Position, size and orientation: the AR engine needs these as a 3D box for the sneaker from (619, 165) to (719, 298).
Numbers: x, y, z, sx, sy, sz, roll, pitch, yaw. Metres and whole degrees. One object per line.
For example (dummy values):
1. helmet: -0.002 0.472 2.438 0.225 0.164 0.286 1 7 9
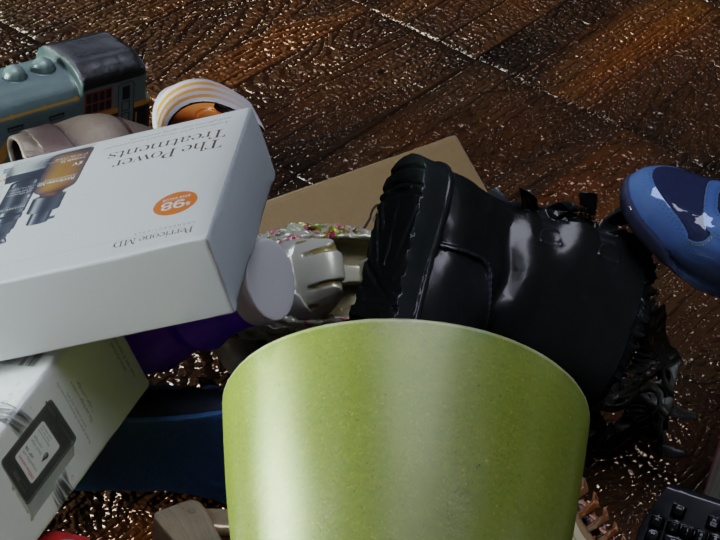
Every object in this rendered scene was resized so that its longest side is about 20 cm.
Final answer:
1. sneaker: 0.244 -0.019 1.104 0.199 0.082 0.074 24 40 -1

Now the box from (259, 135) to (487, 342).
1. box: 0.023 0.012 1.235 0.199 0.021 0.164 -21 78 -37

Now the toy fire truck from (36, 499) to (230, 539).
1. toy fire truck: -0.086 0.165 1.042 0.199 0.049 0.141 11 35 3

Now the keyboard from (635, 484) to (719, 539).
1. keyboard: 0.253 0.168 1.084 0.199 0.040 0.105 17 77 10

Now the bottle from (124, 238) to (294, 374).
1. bottle: -0.131 0.019 1.127 0.199 0.084 0.065 -11 5 32

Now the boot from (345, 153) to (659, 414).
1. boot: 0.074 0.040 1.097 0.162 0.199 0.073 20 -10 -24

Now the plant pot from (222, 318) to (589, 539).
1. plant pot: 0.017 0.157 0.930 0.186 0.187 0.201 7 58 -5

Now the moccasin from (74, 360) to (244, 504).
1. moccasin: -0.090 0.087 1.124 0.199 0.081 0.068 8 29 -3

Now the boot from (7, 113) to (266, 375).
1. boot: -0.146 -0.013 1.228 0.145 0.070 0.201 -1 52 -24

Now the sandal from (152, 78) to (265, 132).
1. sandal: -0.101 -0.089 1.378 0.079 0.059 0.207 1 36 -13

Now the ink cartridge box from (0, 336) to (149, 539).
1. ink cartridge box: -0.216 0.102 1.034 0.115 0.067 0.200 1 40 33

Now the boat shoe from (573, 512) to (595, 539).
1. boat shoe: 0.084 0.159 1.076 0.072 0.072 0.200 -13 41 -19

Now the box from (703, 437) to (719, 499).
1. box: 0.288 0.070 1.195 0.108 0.128 0.200 18 36 11

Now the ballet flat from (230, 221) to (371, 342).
1. ballet flat: 0.000 0.000 1.154 0.199 0.064 0.076 -7 79 -12

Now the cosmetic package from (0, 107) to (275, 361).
1. cosmetic package: -0.155 -0.016 1.060 0.199 0.052 0.151 -12 31 13

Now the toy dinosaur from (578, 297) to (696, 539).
1. toy dinosaur: 0.124 0.087 1.186 0.135 0.102 0.201 -14 79 -9

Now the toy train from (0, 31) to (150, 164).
1. toy train: -0.227 -0.087 1.296 0.199 0.115 0.085 -20 40 -35
